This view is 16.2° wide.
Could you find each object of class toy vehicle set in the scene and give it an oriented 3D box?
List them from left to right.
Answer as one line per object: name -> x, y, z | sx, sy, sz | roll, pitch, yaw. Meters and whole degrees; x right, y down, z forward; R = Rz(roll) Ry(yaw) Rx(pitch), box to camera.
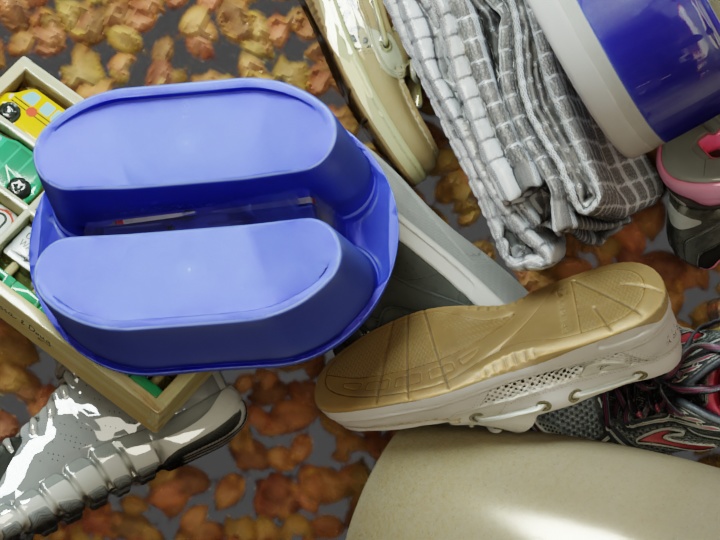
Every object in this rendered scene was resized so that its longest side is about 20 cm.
toy vehicle set -> -0.150, -0.017, 1.395 | 0.200, 0.027, 0.124 | 35, 63, 11

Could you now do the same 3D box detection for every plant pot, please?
plant pot -> 0.099, 0.162, 1.373 | 0.199, 0.187, 0.188 | 24, 84, 15

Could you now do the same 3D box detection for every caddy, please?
caddy -> -0.081, -0.020, 1.321 | 0.199, 0.105, 0.142 | -4, 75, 8

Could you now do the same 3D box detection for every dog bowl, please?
dog bowl -> 0.129, -0.163, 1.312 | 0.079, 0.200, 0.201 | -26, 86, 13

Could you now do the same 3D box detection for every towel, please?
towel -> 0.087, -0.102, 1.383 | 0.085, 0.166, 0.201 | -25, 86, 11

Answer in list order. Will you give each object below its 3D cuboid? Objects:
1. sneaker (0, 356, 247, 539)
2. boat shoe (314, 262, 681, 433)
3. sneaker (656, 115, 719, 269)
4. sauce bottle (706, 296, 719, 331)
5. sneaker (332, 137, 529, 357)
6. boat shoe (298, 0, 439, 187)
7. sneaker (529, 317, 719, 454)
sneaker -> -0.173, 0.080, 1.413 | 0.199, 0.075, 0.116 | -25, 81, -15
boat shoe -> 0.075, 0.058, 1.354 | 0.199, 0.071, 0.069 | -14, 130, 17
sneaker -> 0.254, -0.057, 1.449 | 0.199, 0.079, 0.096 | -18, 130, -20
sauce bottle -> 0.245, 0.108, 1.429 | 0.066, 0.066, 0.201 | -13, 84, -4
sneaker -> 0.000, 0.000, 1.404 | 0.200, 0.071, 0.099 | 42, 109, -8
boat shoe -> 0.004, -0.146, 1.436 | 0.062, 0.073, 0.201 | -24, 88, -3
sneaker -> 0.174, 0.061, 1.391 | 0.199, 0.075, 0.081 | -12, 85, 34
